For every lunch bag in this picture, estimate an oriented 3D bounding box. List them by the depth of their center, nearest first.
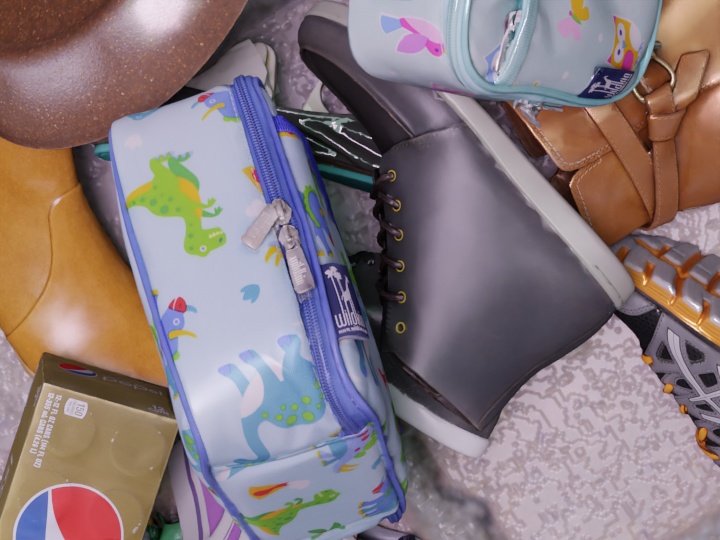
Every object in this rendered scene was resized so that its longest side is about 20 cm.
[{"bbox_3d":[0.070,-0.161,0.712,0.077,0.160,0.201,14,99,34],"label":"lunch bag"},{"bbox_3d":[-0.039,0.022,0.724,0.082,0.200,0.162,-19,64,0],"label":"lunch bag"}]

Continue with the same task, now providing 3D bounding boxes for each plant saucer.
[{"bbox_3d":[-0.126,-0.155,0.784,0.199,0.037,0.202,-13,64,29],"label":"plant saucer"}]

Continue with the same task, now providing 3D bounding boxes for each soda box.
[{"bbox_3d":[-0.148,0.147,0.817,0.067,0.064,0.201,17,97,-14],"label":"soda box"}]

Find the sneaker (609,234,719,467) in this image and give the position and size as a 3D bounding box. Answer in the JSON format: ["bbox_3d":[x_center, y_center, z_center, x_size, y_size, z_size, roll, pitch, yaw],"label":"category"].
[{"bbox_3d":[0.182,0.055,0.840,0.200,0.078,0.077,38,118,11],"label":"sneaker"}]

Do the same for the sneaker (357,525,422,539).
[{"bbox_3d":[0.023,0.208,0.871,0.200,0.070,0.109,44,100,6],"label":"sneaker"}]

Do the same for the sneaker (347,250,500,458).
[{"bbox_3d":[0.000,0.000,0.866,0.199,0.071,0.100,32,94,1],"label":"sneaker"}]

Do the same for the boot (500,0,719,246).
[{"bbox_3d":[0.130,-0.120,0.824,0.155,0.077,0.201,-29,106,-4],"label":"boot"}]

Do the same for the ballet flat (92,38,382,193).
[{"bbox_3d":[-0.033,-0.075,0.869,0.199,0.068,0.069,9,85,-3],"label":"ballet flat"}]

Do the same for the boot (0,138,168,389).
[{"bbox_3d":[-0.149,-0.020,0.858,0.200,0.071,0.145,18,123,13],"label":"boot"}]

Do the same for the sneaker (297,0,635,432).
[{"bbox_3d":[0.021,-0.026,0.795,0.106,0.075,0.200,-44,84,-4],"label":"sneaker"}]

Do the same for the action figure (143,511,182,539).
[{"bbox_3d":[-0.171,0.131,0.887,0.199,0.118,0.055,7,82,-1],"label":"action figure"}]

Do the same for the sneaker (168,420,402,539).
[{"bbox_3d":[-0.024,0.119,0.816,0.114,0.073,0.201,-37,43,12],"label":"sneaker"}]
